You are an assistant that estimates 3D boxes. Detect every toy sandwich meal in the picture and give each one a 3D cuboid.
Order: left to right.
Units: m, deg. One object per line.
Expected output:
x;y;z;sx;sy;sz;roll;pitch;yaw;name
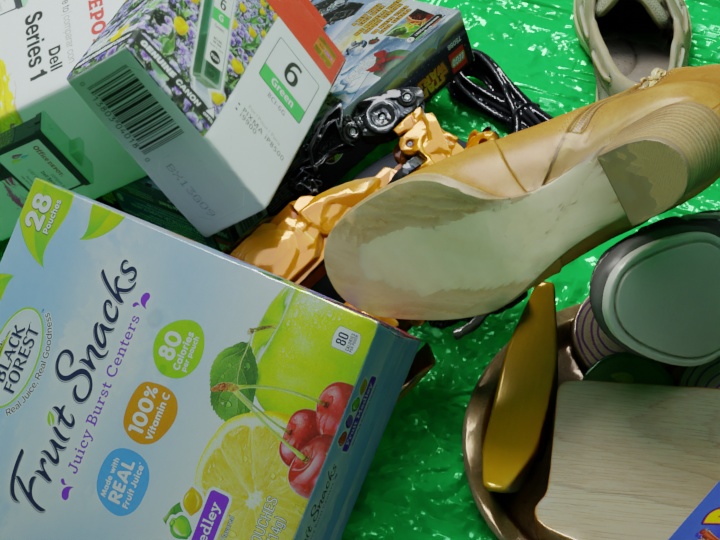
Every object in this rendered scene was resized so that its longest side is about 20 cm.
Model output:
0.139;0.079;0.821;0.203;0.071;0.206;-3;50;3;toy sandwich meal

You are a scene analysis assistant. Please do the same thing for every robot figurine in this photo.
0.000;0.000;0.871;0.200;0.058;0.145;-42;72;-10;robot figurine

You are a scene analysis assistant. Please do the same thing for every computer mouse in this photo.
0.027;-0.064;0.967;0.199;0.046;0.141;-30;55;-18;computer mouse

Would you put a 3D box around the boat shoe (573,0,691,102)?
0.164;-0.149;1.009;0.071;0.065;0.201;-1;45;6;boat shoe

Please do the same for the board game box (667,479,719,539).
0.212;0.130;0.732;0.200;0.135;0.045;-42;19;-26;board game box

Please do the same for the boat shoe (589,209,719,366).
0.167;0.005;0.832;0.199;0.068;0.057;-5;17;-43;boat shoe

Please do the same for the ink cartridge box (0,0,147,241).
-0.198;-0.101;0.958;0.199;0.084;0.146;-23;46;8;ink cartridge box

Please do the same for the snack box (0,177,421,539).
-0.096;0.070;0.805;0.199;0.068;0.170;21;88;24;snack box

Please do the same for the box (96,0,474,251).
-0.048;-0.094;0.981;0.136;0.040;0.200;22;55;42;box

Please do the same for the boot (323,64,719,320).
0.092;-0.040;0.812;0.200;0.071;0.144;-18;9;30;boot

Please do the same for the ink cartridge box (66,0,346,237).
-0.065;-0.124;0.894;0.050;0.109;0.201;-22;29;37;ink cartridge box
